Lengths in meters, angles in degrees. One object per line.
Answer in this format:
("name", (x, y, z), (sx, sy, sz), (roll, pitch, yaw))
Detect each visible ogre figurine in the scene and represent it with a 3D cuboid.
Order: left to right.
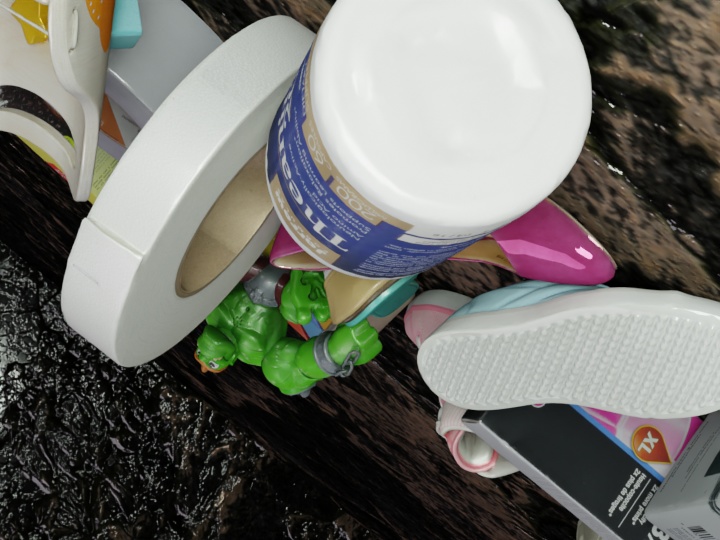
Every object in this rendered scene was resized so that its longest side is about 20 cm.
("ogre figurine", (-0.078, 0.023, 0.940), (0.200, 0.098, 0.120), (25, 137, 2))

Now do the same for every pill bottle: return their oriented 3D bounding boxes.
("pill bottle", (0.017, -0.056, 0.553), (0.111, 0.111, 0.200), (38, 166, -4))

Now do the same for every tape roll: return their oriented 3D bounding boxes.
("tape roll", (-0.159, -0.134, 0.825), (0.200, 0.066, 0.200), (35, 165, 11))
("tape roll", (-0.077, -0.040, 0.649), (0.037, 0.203, 0.203), (35, 166, 8))

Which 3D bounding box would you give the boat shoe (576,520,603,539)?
("boat shoe", (0.227, 0.228, 1.080), (0.067, 0.072, 0.200), (-2, 149, 6))

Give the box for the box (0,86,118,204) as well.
("box", (-0.238, -0.114, 1.063), (0.200, 0.075, 0.050), (45, 164, -32))

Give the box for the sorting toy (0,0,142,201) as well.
("sorting toy", (-0.192, -0.133, 0.681), (0.200, 0.107, 0.180), (31, 135, 24))

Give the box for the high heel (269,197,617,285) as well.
("high heel", (0.039, -0.010, 0.675), (0.200, 0.096, 0.067), (28, 163, 34))

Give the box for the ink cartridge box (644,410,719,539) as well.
("ink cartridge box", (0.253, 0.132, 0.637), (0.147, 0.083, 0.200), (37, 167, 4))

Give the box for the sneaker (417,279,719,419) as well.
("sneaker", (0.128, 0.029, 0.673), (0.200, 0.082, 0.074), (-1, 121, 37))

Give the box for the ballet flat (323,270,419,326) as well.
("ballet flat", (0.000, 0.000, 0.811), (0.063, 0.069, 0.200), (51, 180, 5))

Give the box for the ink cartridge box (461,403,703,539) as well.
("ink cartridge box", (0.166, 0.117, 0.775), (0.200, 0.095, 0.037), (40, 165, -13))

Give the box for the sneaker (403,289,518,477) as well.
("sneaker", (0.073, 0.080, 0.867), (0.075, 0.105, 0.200), (43, 166, -30))

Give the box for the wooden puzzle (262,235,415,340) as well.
("wooden puzzle", (-0.064, -0.006, 1.013), (0.200, 0.037, 0.185), (37, 157, -1))
